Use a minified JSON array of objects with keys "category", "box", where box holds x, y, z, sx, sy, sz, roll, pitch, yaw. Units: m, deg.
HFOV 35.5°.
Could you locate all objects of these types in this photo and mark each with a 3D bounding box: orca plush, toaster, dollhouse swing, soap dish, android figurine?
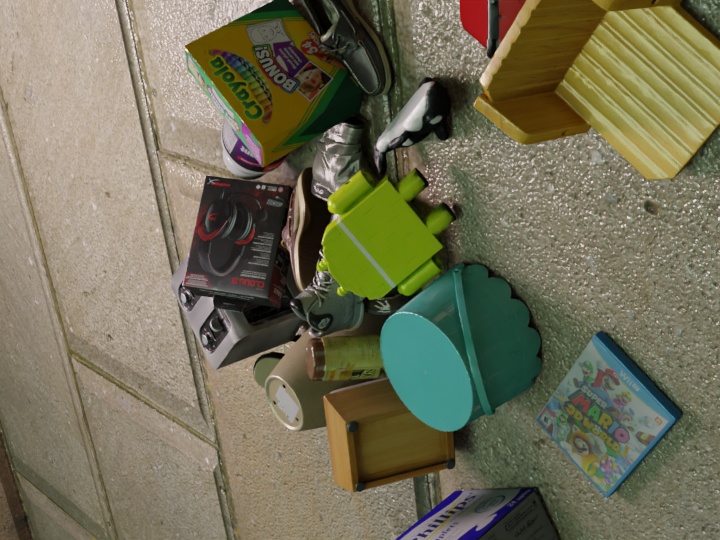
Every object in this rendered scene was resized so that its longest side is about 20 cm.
[{"category":"orca plush","box":[0.079,-0.178,1.478,0.070,0.106,0.200,30,142,-10]},{"category":"toaster","box":[-0.191,0.046,1.881,0.183,0.198,0.119,60,143,16]},{"category":"dollhouse swing","box":[0.257,-0.188,1.157,0.177,0.180,0.201,57,140,23]},{"category":"soap dish","box":[0.051,0.239,1.672,0.081,0.196,0.160,-124,25,-60]},{"category":"android figurine","box":[0.029,-0.044,1.543,0.199,0.041,0.182,-40,103,15]}]

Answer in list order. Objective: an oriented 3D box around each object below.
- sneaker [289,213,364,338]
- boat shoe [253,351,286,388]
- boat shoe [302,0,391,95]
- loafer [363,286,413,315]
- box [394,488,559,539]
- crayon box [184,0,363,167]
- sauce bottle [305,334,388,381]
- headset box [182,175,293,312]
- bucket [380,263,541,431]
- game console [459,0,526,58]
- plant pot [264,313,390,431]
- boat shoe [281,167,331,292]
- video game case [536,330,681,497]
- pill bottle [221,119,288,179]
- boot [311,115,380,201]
[{"category":"sneaker","box":[-0.049,0.013,1.601,0.075,0.114,0.203,31,132,44]},{"category":"boat shoe","box":[-0.084,0.189,1.878,0.063,0.198,0.075,-126,58,-80]},{"category":"boat shoe","box":[-0.028,-0.321,1.523,0.073,0.064,0.202,-33,86,53]},{"category":"loafer","box":[0.000,0.000,1.688,0.199,0.072,0.072,32,136,37]},{"category":"box","box":[0.160,0.414,1.658,0.199,0.183,0.106,-20,98,54]},{"category":"crayon box","box":[-0.122,-0.268,1.571,0.201,0.171,0.059,51,158,21]},{"category":"sauce bottle","box":[0.020,0.126,1.642,0.066,0.196,0.067,178,90,-77]},{"category":"headset box","box":[-0.186,-0.035,1.766,0.146,0.204,0.075,8,168,15]},{"category":"bucket","box":[0.133,0.109,1.536,0.206,0.134,0.210,31,136,36]},{"category":"game console","box":[0.183,-0.353,1.271,0.169,0.119,0.203,5,121,15]},{"category":"plant pot","box":[-0.044,0.160,1.742,0.186,0.198,0.190,29,133,37]},{"category":"boat shoe","box":[-0.082,-0.053,1.704,0.072,0.071,0.204,-31,56,50]},{"category":"video game case","box":[0.315,0.189,1.455,0.143,0.018,0.201,48,142,21]},{"category":"pill bottle","box":[-0.149,-0.214,1.700,0.112,0.110,0.200,58,154,6]},{"category":"boot","box":[-0.005,-0.151,1.609,0.198,0.067,0.133,27,127,39]}]
